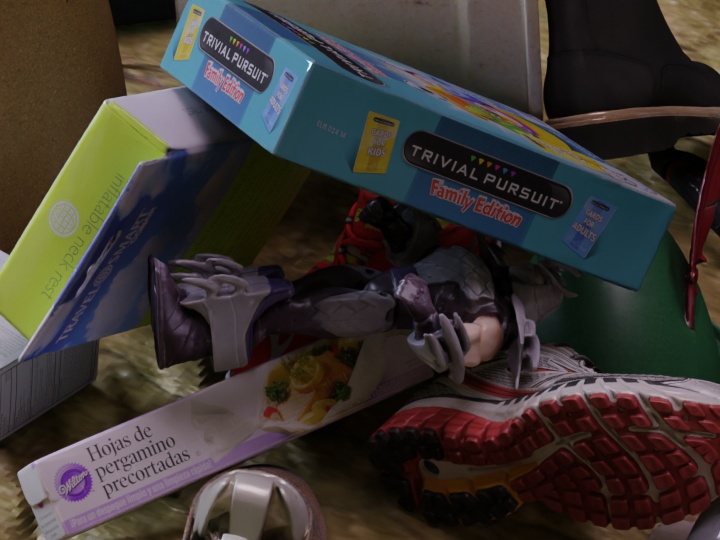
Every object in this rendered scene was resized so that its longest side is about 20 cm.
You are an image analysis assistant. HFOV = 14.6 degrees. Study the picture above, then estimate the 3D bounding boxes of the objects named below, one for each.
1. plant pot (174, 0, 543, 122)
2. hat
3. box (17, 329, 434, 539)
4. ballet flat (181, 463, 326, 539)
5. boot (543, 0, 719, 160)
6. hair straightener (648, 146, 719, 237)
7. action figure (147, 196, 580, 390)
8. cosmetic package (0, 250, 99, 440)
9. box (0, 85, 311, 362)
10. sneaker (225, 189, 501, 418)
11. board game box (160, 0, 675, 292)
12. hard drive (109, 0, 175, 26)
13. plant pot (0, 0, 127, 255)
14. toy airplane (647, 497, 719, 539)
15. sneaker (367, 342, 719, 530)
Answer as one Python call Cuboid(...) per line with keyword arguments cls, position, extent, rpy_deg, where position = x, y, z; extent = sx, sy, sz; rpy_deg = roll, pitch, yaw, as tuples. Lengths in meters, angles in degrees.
Cuboid(cls="plant pot", position=(-0.002, -0.155, 1.466), extent=(0.183, 0.201, 0.201), rpy_deg=(-3, 36, 2))
Cuboid(cls="hat", position=(0.129, -0.015, 1.376), extent=(0.165, 0.177, 0.200), rpy_deg=(6, 36, 1))
Cuboid(cls="box", position=(-0.061, 0.071, 1.316), extent=(0.199, 0.041, 0.039), rpy_deg=(-23, 85, -21))
Cuboid(cls="ballet flat", position=(-0.053, 0.133, 1.243), extent=(0.068, 0.067, 0.200), rpy_deg=(8, 36, 4))
Cuboid(cls="boot", position=(0.151, -0.136, 1.516), extent=(0.077, 0.139, 0.200), rpy_deg=(-6, 6, 22))
Cuboid(cls="hair straightener", position=(0.223, -0.024, 1.531), extent=(0.077, 0.041, 0.200), rpy_deg=(-9, 33, -28))
Cuboid(cls="action figure", position=(0.004, 0.012, 1.284), extent=(0.199, 0.070, 0.130), rpy_deg=(-5, 18, -7))
Cuboid(cls="cosmetic package", position=(-0.231, 0.012, 1.397), extent=(0.200, 0.051, 0.082), rpy_deg=(28, 37, 27))
Cuboid(cls="box", position=(-0.096, -0.028, 1.340), extent=(0.048, 0.122, 0.200), rpy_deg=(40, 23, 16))
Cuboid(cls="sneaker", position=(0.000, 0.000, 1.411), extent=(0.077, 0.085, 0.200), rpy_deg=(25, 47, 25))
Cuboid(cls="board game box", position=(0.025, -0.063, 1.296), extent=(0.199, 0.047, 0.151), rpy_deg=(20, 9, -29))
Cuboid(cls="hard drive", position=(-0.186, -0.206, 1.710), extent=(0.134, 0.042, 0.200), rpy_deg=(-10, 38, -21))
Cuboid(cls="plant pot", position=(-0.208, -0.135, 1.477), extent=(0.186, 0.201, 0.187), rpy_deg=(4, 37, -3))
Cuboid(cls="toy airplane", position=(0.217, 0.145, 1.198), extent=(0.199, 0.142, 0.199), rpy_deg=(-7, 24, 10))
Cuboid(cls="sneaker", position=(0.096, 0.064, 1.287), extent=(0.199, 0.078, 0.082), rpy_deg=(-1, 37, 40))
